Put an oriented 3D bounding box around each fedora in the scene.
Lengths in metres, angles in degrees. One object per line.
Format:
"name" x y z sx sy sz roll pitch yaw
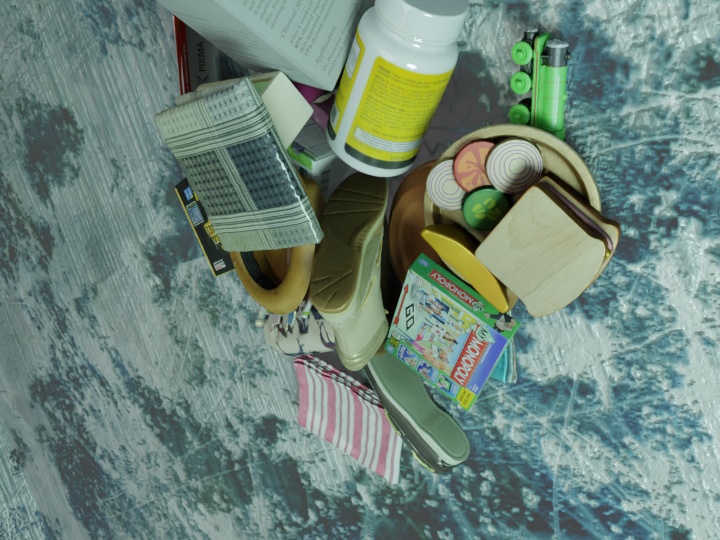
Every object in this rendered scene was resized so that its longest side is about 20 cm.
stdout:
"fedora" -0.091 -0.050 1.048 0.199 0.081 0.205 18 114 46

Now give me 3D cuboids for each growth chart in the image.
"growth chart" -0.084 0.008 1.196 0.198 0.018 0.148 -18 58 51

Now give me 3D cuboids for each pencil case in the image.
"pencil case" -0.063 0.072 1.215 0.198 0.077 0.092 -16 71 51

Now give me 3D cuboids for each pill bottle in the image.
"pill bottle" 0.039 -0.213 0.928 0.114 0.113 0.202 45 137 22

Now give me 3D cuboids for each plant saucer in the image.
"plant saucer" 0.100 -0.025 0.988 0.198 0.037 0.204 24 124 40

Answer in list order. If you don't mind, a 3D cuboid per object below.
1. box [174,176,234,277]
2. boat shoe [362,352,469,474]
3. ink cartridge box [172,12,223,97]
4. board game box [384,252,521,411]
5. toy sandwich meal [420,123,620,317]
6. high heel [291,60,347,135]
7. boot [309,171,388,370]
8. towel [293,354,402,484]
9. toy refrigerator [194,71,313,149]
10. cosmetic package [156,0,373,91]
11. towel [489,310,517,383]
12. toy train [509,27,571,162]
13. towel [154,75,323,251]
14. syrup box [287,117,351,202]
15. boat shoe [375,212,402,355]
"box" -0.200 -0.084 1.288 0.199 0.049 0.163 -15 98 59
"boat shoe" 0.060 0.182 1.139 0.202 0.071 0.061 52 135 12
"ink cartridge box" -0.214 -0.277 1.151 0.175 0.042 0.204 -99 8 -62
"board game box" 0.100 0.078 0.998 0.134 0.029 0.201 36 151 14
"toy sandwich meal" 0.152 -0.045 0.858 0.201 0.070 0.209 8 118 15
"high heel" -0.036 -0.257 1.024 0.097 0.067 0.201 49 139 12
"boot" 0.000 0.000 1.021 0.071 0.203 0.157 2 146 16
"towel" -0.020 0.220 1.264 0.198 0.030 0.149 26 133 32
"toy refrigerator" -0.150 -0.183 1.024 0.198 0.077 0.070 10 149 52
"cosmetic package" -0.105 -0.325 0.918 0.165 0.199 0.170 25 87 41
"towel" 0.121 0.030 1.033 0.145 0.021 0.204 13 118 43
"toy train" 0.181 -0.140 0.866 0.055 0.042 0.204 14 120 31
"towel" -0.136 -0.112 0.959 0.198 0.034 0.195 -2 121 49
"syrup box" -0.106 -0.165 1.139 0.199 0.081 0.080 35 132 30
"boat shoe" 0.007 0.009 1.116 0.064 0.071 0.205 9 113 53
